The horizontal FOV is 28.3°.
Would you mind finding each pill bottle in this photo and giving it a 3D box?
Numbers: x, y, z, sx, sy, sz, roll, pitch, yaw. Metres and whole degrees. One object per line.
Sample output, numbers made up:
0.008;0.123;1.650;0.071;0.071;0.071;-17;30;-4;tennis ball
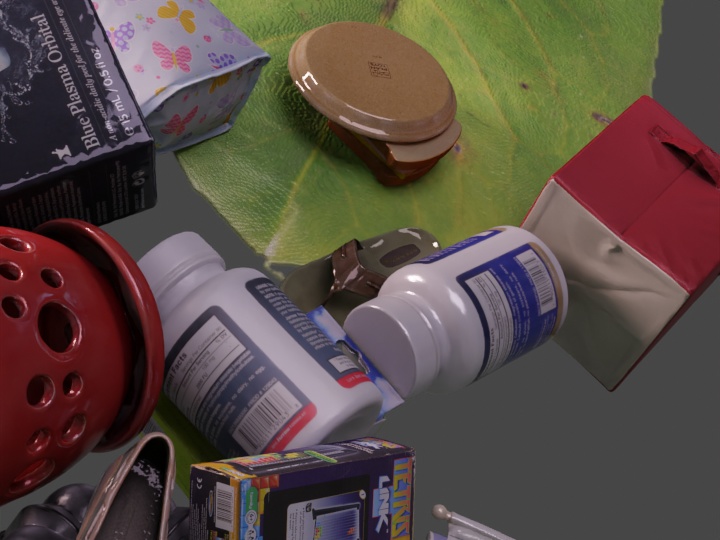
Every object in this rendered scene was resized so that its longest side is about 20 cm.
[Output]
0.083;0.042;1.278;0.199;0.120;0.120;-23;63;-41;pill bottle
-0.090;0.069;1.087;0.200;0.120;0.119;45;44;17;pill bottle

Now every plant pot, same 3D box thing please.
-0.256;0.064;1.019;0.182;0.201;0.201;-14;57;-48;plant pot

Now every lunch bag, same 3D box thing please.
-0.215;-0.196;1.337;0.170;0.127;0.200;43;34;11;lunch bag

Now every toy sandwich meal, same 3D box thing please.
0.014;-0.179;1.495;0.204;0.070;0.206;13;43;-12;toy sandwich meal

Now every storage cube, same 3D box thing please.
0.259;-0.025;1.389;0.171;0.200;0.180;41;50;11;storage cube

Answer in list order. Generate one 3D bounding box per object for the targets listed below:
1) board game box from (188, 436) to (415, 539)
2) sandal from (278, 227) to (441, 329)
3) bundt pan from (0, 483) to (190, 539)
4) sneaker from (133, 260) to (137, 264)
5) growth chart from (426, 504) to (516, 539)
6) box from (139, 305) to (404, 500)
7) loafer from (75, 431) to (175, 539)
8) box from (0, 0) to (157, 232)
-0.039;0.224;0.974;0.056;0.202;0.165;6;6;44;board game box
0.000;-0.001;1.315;0.080;0.057;0.201;45;51;17;sandal
-0.169;0.229;0.992;0.201;0.076;0.203;16;45;-16;bundt pan
-0.210;0.014;1.166;0.199;0.085;0.075;20;45;-9;sneaker
0.082;0.273;1.133;0.144;0.018;0.200;29;42;-1;growth chart
-0.074;0.116;1.170;0.199;0.048;0.122;-25;65;-40;box
-0.159;0.192;0.928;0.071;0.063;0.201;20;43;-12;loafer
-0.283;-0.122;1.100;0.199;0.118;0.198;-22;72;-15;box
